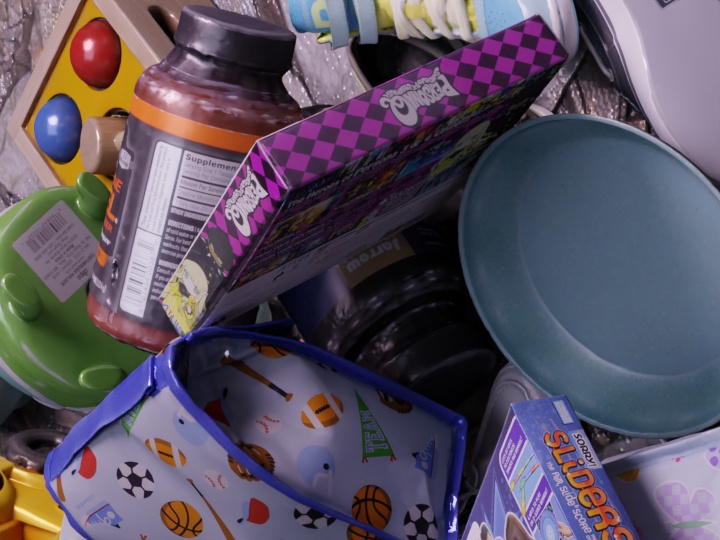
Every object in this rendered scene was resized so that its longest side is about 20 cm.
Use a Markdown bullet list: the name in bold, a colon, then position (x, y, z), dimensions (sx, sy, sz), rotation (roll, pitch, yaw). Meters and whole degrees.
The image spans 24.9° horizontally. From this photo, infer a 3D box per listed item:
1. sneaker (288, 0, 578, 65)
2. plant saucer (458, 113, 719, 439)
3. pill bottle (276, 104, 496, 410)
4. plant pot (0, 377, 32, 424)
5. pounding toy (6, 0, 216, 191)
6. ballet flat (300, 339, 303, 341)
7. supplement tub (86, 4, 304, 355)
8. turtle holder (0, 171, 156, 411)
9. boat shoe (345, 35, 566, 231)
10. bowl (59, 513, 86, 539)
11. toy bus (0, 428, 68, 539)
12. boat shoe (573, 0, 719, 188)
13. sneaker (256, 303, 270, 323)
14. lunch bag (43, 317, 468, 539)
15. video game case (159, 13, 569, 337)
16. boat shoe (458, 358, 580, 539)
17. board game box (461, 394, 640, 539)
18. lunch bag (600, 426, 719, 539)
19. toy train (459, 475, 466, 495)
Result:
- **sneaker**: position (0.033, -0.155, 0.963), dimensions (0.200, 0.130, 0.080), rotation (44, 150, 53)
- **plant saucer**: position (0.146, -0.001, 0.923), dimensions (0.199, 0.036, 0.201), rotation (23, 130, 31)
- **pill bottle**: position (0.000, 0.000, 1.046), dimensions (0.112, 0.111, 0.200), rotation (-52, 59, 33)
- **plant pot**: position (-0.349, 0.065, 1.369), dimensions (0.200, 0.134, 0.202), rotation (4, 95, 44)
- **pounding toy**: position (-0.153, -0.106, 1.164), dimensions (0.200, 0.142, 0.184), rotation (52, 125, 28)
- **ballet flat**: position (-0.004, 0.123, 1.091), dimensions (0.076, 0.064, 0.201), rotation (-46, 62, 36)
- **supplement tub**: position (-0.096, -0.054, 0.985), dimensions (0.107, 0.107, 0.201), rotation (26, 107, 40)
- **turtle holder**: position (-0.182, 0.030, 1.100), dimensions (0.132, 0.185, 0.142), rotation (-23, 50, 52)
- **boat shoe**: position (0.065, -0.089, 1.012), dimensions (0.202, 0.060, 0.072), rotation (48, 123, 31)
- **bowl**: position (-0.122, 0.215, 1.109), dimensions (0.201, 0.090, 0.202), rotation (-7, 82, 53)
- **toy bus**: position (-0.233, 0.224, 1.233), dimensions (0.191, 0.200, 0.136), rotation (23, 111, 32)
- **boat shoe**: position (0.160, -0.132, 0.919), dimensions (0.201, 0.072, 0.068), rotation (59, 163, 7)
- **sneaker**: position (-0.131, 0.107, 1.192), dimensions (0.200, 0.077, 0.141), rotation (-29, 73, 42)
- **lunch bag**: position (-0.065, 0.116, 0.953), dimensions (0.170, 0.199, 0.124), rotation (-41, 33, 44)
- **video game case**: position (-0.001, -0.049, 0.892), dimensions (0.036, 0.199, 0.181), rotation (55, 147, 10)
- **boat shoe**: position (0.087, 0.155, 1.001), dimensions (0.072, 0.068, 0.201), rotation (17, 105, 42)
- **board game box**: position (0.095, 0.182, 0.863), dimensions (0.201, 0.034, 0.136), rotation (104, 151, -45)
- **lunch bag**: position (0.174, 0.179, 0.883), dimensions (0.200, 0.127, 0.171), rotation (-24, 75, 48)
- **toy train**: position (0.049, 0.212, 1.043), dimensions (0.034, 0.046, 0.201), rotation (13, 110, 38)
